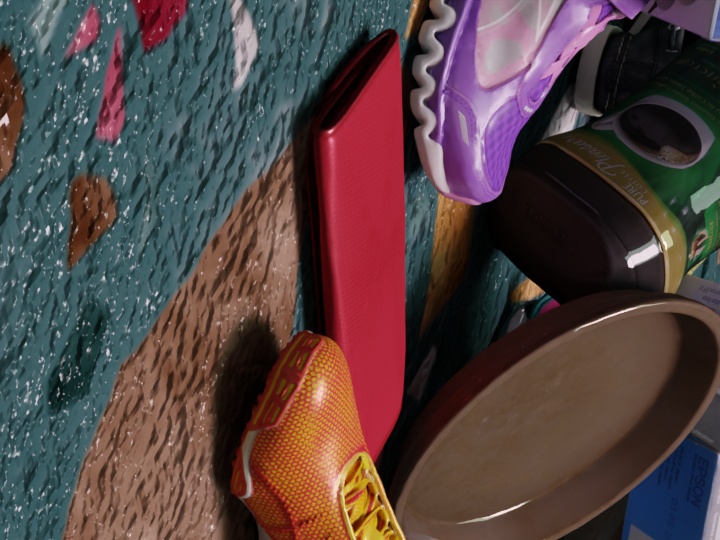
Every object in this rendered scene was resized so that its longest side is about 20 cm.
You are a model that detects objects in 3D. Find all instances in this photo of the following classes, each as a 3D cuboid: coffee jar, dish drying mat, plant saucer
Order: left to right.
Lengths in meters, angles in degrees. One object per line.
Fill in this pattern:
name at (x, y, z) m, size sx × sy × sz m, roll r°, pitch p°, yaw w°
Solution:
dish drying mat at (0.000, 0.000, 0.874) m, size 0.077 × 0.018 × 0.200 m, roll -56°, pitch 152°, yaw -44°
plant saucer at (0.096, 0.078, 1.030) m, size 0.200 × 0.029 × 0.200 m, roll -24°, pitch 147°, yaw -17°
coffee jar at (0.166, -0.052, 1.069) m, size 0.200 × 0.104 × 0.085 m, roll -33°, pitch 145°, yaw -23°

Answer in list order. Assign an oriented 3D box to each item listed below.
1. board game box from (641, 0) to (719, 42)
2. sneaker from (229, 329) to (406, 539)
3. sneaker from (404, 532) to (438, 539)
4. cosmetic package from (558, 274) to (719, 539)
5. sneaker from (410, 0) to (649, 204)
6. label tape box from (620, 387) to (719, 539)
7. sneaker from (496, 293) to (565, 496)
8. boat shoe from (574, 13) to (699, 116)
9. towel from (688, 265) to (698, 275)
board game box at (0.157, -0.218, 0.946) m, size 0.199 × 0.043 × 0.200 m, roll -134°, pitch -128°, yaw -67°
sneaker at (-0.007, 0.106, 0.843) m, size 0.073 × 0.077 × 0.200 m, roll -54°, pitch 150°, yaw -42°
sneaker at (0.009, 0.240, 0.988) m, size 0.130 × 0.079 × 0.199 m, roll -41°, pitch 145°, yaw -50°
cosmetic package at (0.196, 0.108, 1.279) m, size 0.200 × 0.071 × 0.105 m, roll -59°, pitch -166°, yaw -3°
sneaker at (0.085, -0.123, 0.910) m, size 0.080 × 0.088 × 0.200 m, roll 21°, pitch 85°, yaw -72°
label tape box at (0.245, 0.135, 1.207) m, size 0.200 × 0.063 × 0.144 m, roll -12°, pitch 119°, yaw -37°
sneaker at (0.130, 0.051, 1.167) m, size 0.200 × 0.084 × 0.121 m, roll -47°, pitch 154°, yaw -42°
boat shoe at (0.184, -0.117, 1.216) m, size 0.199 × 0.066 × 0.075 m, roll -5°, pitch 108°, yaw -70°
towel at (0.183, -0.021, 1.265) m, size 0.144 × 0.023 × 0.200 m, roll -47°, pitch 158°, yaw -2°
